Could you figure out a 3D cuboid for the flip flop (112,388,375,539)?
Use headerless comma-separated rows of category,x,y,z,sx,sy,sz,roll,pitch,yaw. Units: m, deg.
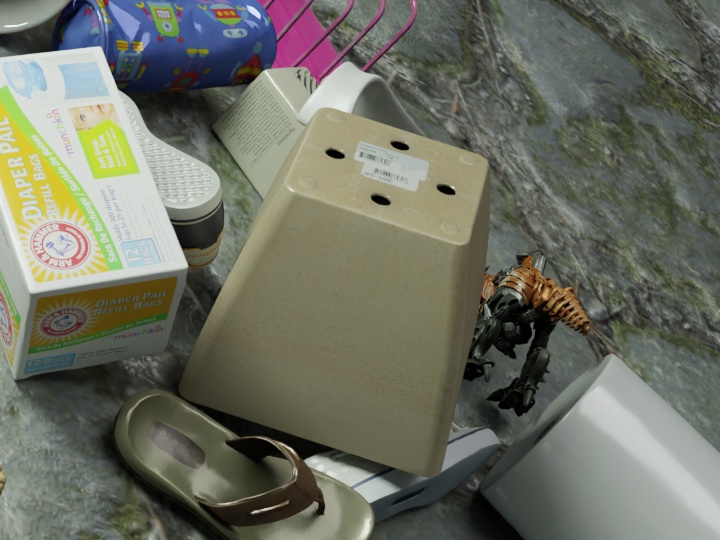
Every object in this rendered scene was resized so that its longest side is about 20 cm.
flip flop,-0.074,0.141,1.220,0.200,0.058,0.081,34,55,-17

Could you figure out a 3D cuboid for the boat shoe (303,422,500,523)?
boat shoe,0.023,0.137,1.366,0.202,0.075,0.086,-17,62,-47

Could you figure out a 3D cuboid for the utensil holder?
utensil holder,0.218,0.192,1.446,0.200,0.170,0.170,44,30,2

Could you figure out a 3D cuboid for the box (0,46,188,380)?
box,-0.205,-0.041,1.218,0.112,0.101,0.200,-11,58,-25

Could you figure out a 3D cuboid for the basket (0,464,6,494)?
basket,-0.307,0.101,0.995,0.143,0.149,0.200,-33,79,-26

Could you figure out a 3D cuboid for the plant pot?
plant pot,0.000,0.000,1.320,0.199,0.178,0.200,18,33,1

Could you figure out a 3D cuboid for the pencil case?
pencil case,-0.161,-0.193,1.485,0.200,0.078,0.087,-10,77,-45

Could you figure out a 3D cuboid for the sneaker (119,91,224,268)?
sneaker,-0.178,-0.070,1.358,0.078,0.080,0.200,-31,51,-26

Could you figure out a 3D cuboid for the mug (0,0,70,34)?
mug,-0.280,-0.295,1.444,0.177,0.134,0.200,19,35,-32

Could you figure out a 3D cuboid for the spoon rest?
spoon rest,0.001,-0.132,1.455,0.099,0.061,0.200,28,7,9

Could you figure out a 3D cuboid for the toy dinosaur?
toy dinosaur,0.129,0.040,1.533,0.102,0.136,0.200,28,-11,-2

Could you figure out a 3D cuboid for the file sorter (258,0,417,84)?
file sorter,-0.066,-0.262,1.671,0.200,0.125,0.139,3,51,-50

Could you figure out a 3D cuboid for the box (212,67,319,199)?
box,-0.032,-0.074,1.533,0.200,0.082,0.068,55,30,12
